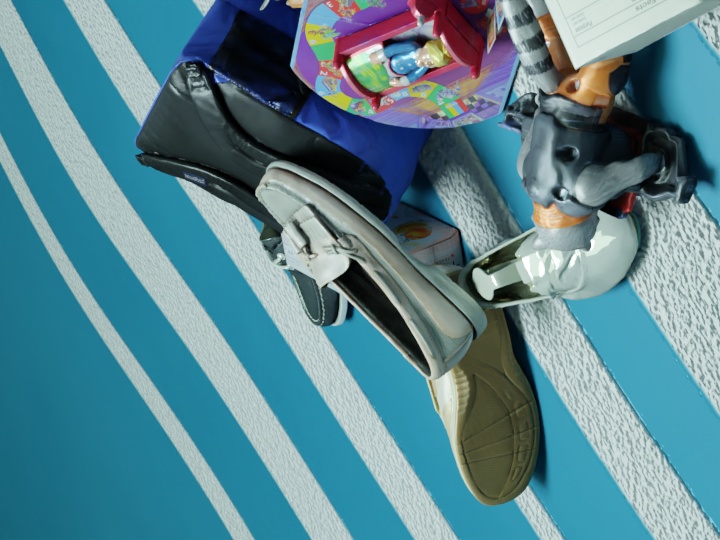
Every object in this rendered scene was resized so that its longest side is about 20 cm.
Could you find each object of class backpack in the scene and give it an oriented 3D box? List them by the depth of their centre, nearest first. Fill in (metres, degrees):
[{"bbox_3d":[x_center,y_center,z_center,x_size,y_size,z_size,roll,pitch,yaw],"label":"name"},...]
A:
[{"bbox_3d":[-0.042,-0.126,1.750,0.200,0.168,0.163,32,154,-3],"label":"backpack"}]

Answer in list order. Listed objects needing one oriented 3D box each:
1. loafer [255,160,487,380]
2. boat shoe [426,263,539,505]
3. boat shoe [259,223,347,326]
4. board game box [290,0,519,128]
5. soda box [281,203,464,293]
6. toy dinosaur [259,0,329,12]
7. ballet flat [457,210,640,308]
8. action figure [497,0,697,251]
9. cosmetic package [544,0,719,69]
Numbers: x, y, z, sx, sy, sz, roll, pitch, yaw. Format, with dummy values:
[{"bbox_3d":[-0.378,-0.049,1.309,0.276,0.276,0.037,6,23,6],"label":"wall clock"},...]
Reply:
[{"bbox_3d":[0.000,0.000,1.667,0.200,0.063,0.072,38,158,-2],"label":"loafer"},{"bbox_3d":[0.088,0.084,1.775,0.069,0.074,0.200,-138,35,-65],"label":"boat shoe"},{"bbox_3d":[-0.062,-0.038,1.981,0.076,0.060,0.200,14,123,61],"label":"boat shoe"},{"bbox_3d":[0.034,-0.153,1.581,0.200,0.158,0.039,106,174,-52],"label":"board game box"},{"bbox_3d":[0.006,-0.019,1.855,0.200,0.064,0.068,28,134,56],"label":"soda box"},{"bbox_3d":[-0.041,-0.256,1.657,0.181,0.105,0.200,-139,35,-70],"label":"toy dinosaur"},{"bbox_3d":[0.128,-0.003,1.615,0.200,0.069,0.070,-24,89,65],"label":"ballet flat"},{"bbox_3d":[0.124,-0.105,1.500,0.200,0.104,0.194,15,114,56],"label":"action figure"},{"bbox_3d":[0.141,-0.233,1.348,0.103,0.073,0.200,-25,88,40],"label":"cosmetic package"}]
